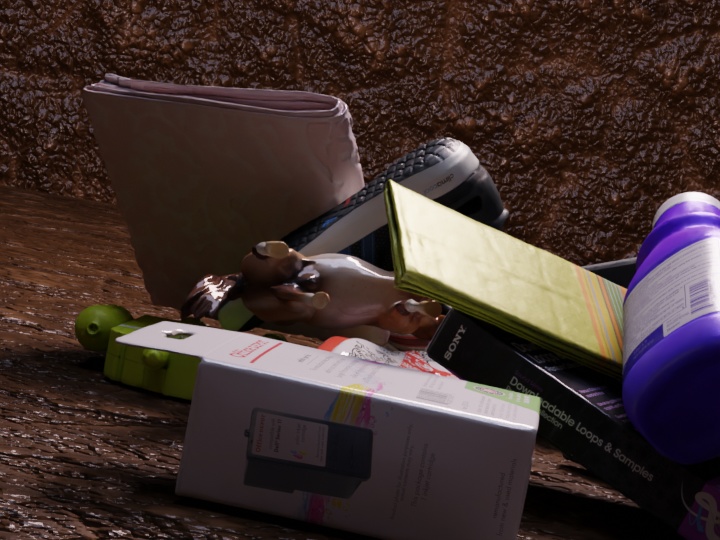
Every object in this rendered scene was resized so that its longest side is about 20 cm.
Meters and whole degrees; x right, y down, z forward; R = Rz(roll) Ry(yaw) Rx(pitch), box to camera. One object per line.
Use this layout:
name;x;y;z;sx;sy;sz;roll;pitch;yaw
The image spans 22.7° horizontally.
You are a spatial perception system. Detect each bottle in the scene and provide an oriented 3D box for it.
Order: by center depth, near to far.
bottle;0.181;0.021;0.961;0.065;0.083;0.200;45;24;-15

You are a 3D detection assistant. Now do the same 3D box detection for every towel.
towel;0.100;0.016;0.987;0.198;0.018;0.086;24;31;-22
towel;-0.078;-0.040;1.198;0.189;0.201;0.032;10;46;23

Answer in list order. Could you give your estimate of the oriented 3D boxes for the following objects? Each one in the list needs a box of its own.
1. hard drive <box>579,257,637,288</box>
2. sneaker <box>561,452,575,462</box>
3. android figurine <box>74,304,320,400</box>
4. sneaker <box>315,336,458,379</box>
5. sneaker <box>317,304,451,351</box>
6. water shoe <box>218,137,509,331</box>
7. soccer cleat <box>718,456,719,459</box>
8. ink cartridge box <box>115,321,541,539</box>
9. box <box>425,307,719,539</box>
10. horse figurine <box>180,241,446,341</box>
hard drive;0.215;0.018;1.384;0.199;0.033;0.139;-11;-13;40
sneaker;0.200;0.072;1.163;0.080;0.075;0.199;3;23;40
android figurine;-0.098;0.056;1.179;0.180;0.042;0.200;11;2;5
sneaker;0.038;0.078;1.015;0.107;0.068;0.201;9;1;16
sneaker;0.008;0.014;1.278;0.199;0.083;0.078;32;26;14
water shoe;0.000;0.000;1.112;0.199;0.079;0.072;-33;13;22
soccer cleat;0.233;0.075;0.994;0.069;0.087;0.200;-27;16;17
ink cartridge box;-0.017;0.078;0.860;0.198;0.068;0.117;12;5;6
box;0.145;0.084;0.990;0.199;0.036;0.143;33;13;22
horse figurine;-0.011;0.014;1.033;0.198;0.051;0.132;6;-6;-17
